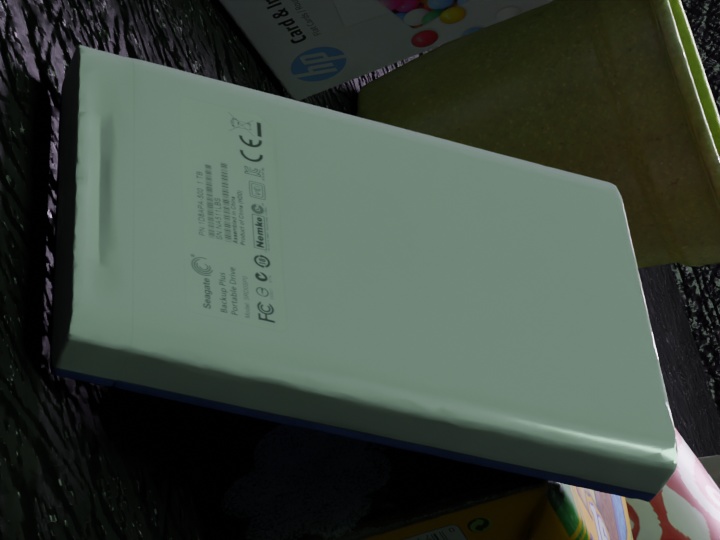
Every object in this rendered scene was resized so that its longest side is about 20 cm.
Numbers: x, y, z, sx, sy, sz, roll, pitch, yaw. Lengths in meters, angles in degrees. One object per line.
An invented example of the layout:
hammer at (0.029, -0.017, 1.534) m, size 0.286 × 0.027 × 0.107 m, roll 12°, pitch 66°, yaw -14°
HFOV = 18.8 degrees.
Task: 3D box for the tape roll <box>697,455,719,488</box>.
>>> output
tape roll at (0.202, 0.220, 1.175) m, size 0.139 × 0.201 × 0.204 m, roll 58°, pitch 18°, yaw -45°

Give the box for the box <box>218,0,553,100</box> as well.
box at (0.029, -0.162, 0.970) m, size 0.156 × 0.199 × 0.041 m, roll 52°, pitch 23°, yaw -57°

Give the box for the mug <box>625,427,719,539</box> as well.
mug at (0.064, 0.104, 0.938) m, size 0.133 × 0.177 × 0.201 m, roll 13°, pitch 41°, yaw -51°

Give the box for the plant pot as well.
plant pot at (0.103, -0.070, 1.202) m, size 0.200 × 0.183 × 0.202 m, roll -18°, pitch 90°, yaw -78°

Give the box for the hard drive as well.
hard drive at (0.000, 0.000, 0.705) m, size 0.132 × 0.199 × 0.025 m, roll -96°, pitch -154°, yaw -45°

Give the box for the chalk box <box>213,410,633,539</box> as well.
chalk box at (0.023, 0.054, 0.814) m, size 0.201 × 0.124 × 0.124 m, roll -93°, pitch 160°, yaw -46°
